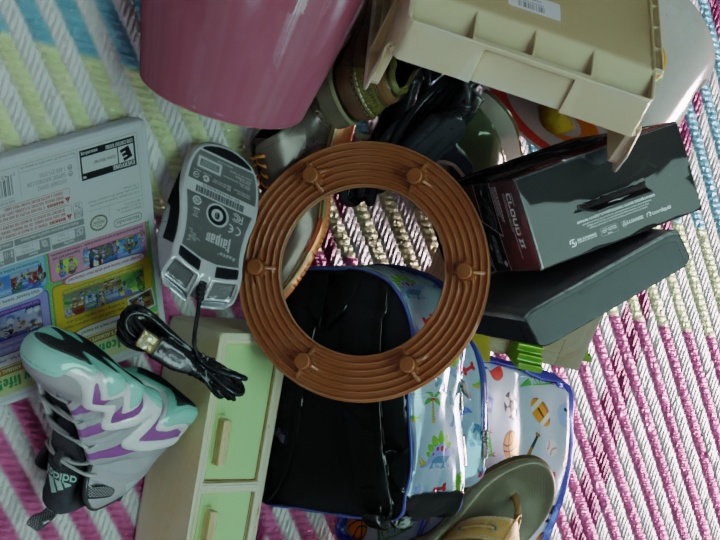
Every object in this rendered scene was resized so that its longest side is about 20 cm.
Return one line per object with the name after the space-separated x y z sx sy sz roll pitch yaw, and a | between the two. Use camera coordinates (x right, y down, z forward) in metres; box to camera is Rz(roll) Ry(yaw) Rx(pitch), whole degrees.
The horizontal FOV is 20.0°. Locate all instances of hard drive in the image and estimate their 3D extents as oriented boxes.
0.159 0.010 1.614 0.139 0.200 0.033 -29 98 -12 | hard drive

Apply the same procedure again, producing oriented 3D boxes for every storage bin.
0.115 -0.185 1.517 0.199 0.199 0.094 18 131 -10 | storage bin

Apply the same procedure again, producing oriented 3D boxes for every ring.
0.000 0.000 1.555 0.019 0.200 0.201 23 84 -74 | ring

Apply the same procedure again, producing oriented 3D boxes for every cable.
0.042 -0.132 1.641 0.051 0.200 0.163 32 40 -16 | cable

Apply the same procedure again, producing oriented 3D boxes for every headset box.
0.159 -0.056 1.601 0.148 0.200 0.077 -20 97 -21 | headset box

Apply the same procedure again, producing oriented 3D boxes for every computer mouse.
-0.122 -0.005 1.547 0.109 0.044 0.201 25 55 -24 | computer mouse

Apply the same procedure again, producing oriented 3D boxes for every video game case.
-0.232 -0.003 1.494 0.200 0.022 0.183 -21 115 -40 | video game case

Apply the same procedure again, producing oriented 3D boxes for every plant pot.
-0.078 -0.210 1.482 0.200 0.200 0.179 -5 120 -43 | plant pot

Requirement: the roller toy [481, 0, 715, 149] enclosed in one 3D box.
0.200 -0.173 1.750 0.140 0.200 0.183 -55 138 -19 | roller toy

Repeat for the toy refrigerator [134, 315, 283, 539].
-0.117 0.141 1.612 0.076 0.070 0.201 5 98 -45 | toy refrigerator

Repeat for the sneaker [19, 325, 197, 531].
-0.210 0.128 1.495 0.140 0.078 0.200 -55 146 0 | sneaker

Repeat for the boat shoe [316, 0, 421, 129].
0.024 -0.176 1.603 0.072 0.068 0.200 59 28 -28 | boat shoe

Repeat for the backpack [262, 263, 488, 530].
0.009 0.094 1.648 0.147 0.183 0.201 -3 95 -50 | backpack

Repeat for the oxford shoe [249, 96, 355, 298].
-0.062 -0.071 1.620 0.073 0.071 0.201 19 81 -28 | oxford shoe

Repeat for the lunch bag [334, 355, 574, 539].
0.093 0.171 1.790 0.170 0.124 0.201 16 97 -43 | lunch bag

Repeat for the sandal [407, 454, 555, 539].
0.090 0.232 1.696 0.200 0.054 0.080 -33 118 -20 | sandal

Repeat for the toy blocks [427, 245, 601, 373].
0.141 0.002 1.755 0.199 0.100 0.137 14 110 -25 | toy blocks

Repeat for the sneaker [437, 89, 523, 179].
0.104 -0.059 1.785 0.090 0.067 0.200 -32 131 -13 | sneaker
